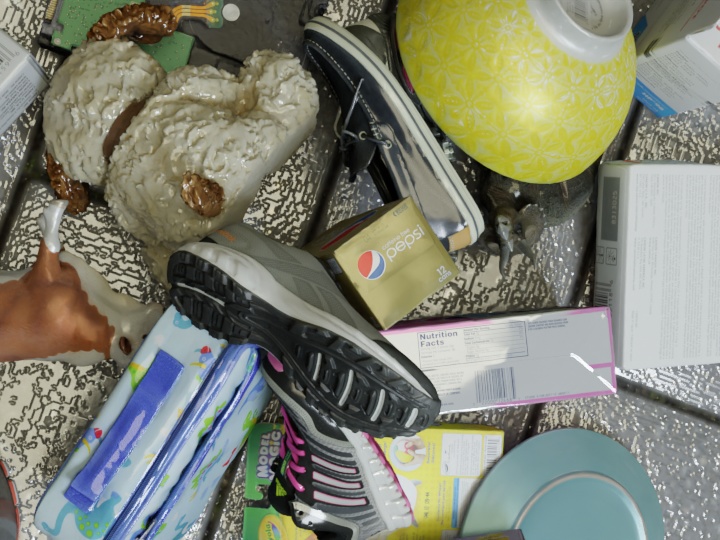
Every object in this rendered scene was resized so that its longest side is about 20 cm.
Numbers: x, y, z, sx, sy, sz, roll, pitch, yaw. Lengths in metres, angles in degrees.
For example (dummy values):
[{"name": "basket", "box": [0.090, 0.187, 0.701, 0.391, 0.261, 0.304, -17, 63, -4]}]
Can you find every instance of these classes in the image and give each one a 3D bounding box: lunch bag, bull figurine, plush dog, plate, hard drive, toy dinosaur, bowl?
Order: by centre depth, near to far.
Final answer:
[{"name": "lunch bag", "box": [-0.136, 0.116, 1.008, 0.082, 0.161, 0.201, 32, 88, 12]}, {"name": "plush dog", "box": [-0.150, -0.090, 1.017, 0.171, 0.160, 0.201, 32, 104, 13]}, {"name": "bull figurine", "box": [-0.241, 0.018, 1.027, 0.198, 0.065, 0.123, -8, 86, 6]}, {"name": "bowl", "box": [0.136, -0.176, 1.060, 0.199, 0.108, 0.202, 15, 60, -27]}, {"name": "hard drive", "box": [-0.128, -0.202, 1.085, 0.198, 0.038, 0.141, 18, 86, -12]}, {"name": "plate", "box": [0.165, 0.224, 1.121, 0.199, 0.026, 0.202, -1, 91, -27]}, {"name": "toy dinosaur", "box": [0.138, -0.072, 1.128, 0.199, 0.077, 0.103, -29, 100, -42]}]

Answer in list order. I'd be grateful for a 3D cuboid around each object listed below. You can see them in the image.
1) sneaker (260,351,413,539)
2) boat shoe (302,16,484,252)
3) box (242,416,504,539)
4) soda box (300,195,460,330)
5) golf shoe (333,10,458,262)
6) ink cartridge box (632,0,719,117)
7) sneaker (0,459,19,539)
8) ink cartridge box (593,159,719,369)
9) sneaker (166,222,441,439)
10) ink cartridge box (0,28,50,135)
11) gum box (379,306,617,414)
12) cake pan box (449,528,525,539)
[{"name": "sneaker", "box": [-0.032, 0.133, 1.008, 0.087, 0.074, 0.201, -31, 132, -2]}, {"name": "boat shoe", "box": [0.012, -0.094, 1.036, 0.062, 0.075, 0.201, -33, 89, -8]}, {"name": "box", "box": [0.007, 0.174, 1.105, 0.198, 0.048, 0.119, 4, 90, -14]}, {"name": "soda box", "box": [0.000, 0.000, 1.026, 0.068, 0.200, 0.064, -36, 97, -13]}, {"name": "golf shoe", "box": [0.028, -0.097, 1.108, 0.087, 0.077, 0.202, -14, 87, 6]}, {"name": "ink cartridge box", "box": [0.276, -0.188, 1.085, 0.067, 0.200, 0.116, 40, 82, -9]}, {"name": "sneaker", "box": [-0.280, 0.209, 1.027, 0.076, 0.082, 0.202, -8, 91, -11]}, {"name": "ink cartridge box", "box": [0.279, -0.007, 1.166, 0.198, 0.050, 0.164, -1, 96, -30]}, {"name": "sneaker", "box": [-0.027, 0.031, 0.922, 0.199, 0.074, 0.079, 35, 46, 15]}, {"name": "ink cartridge box", "box": [-0.351, -0.120, 1.031, 0.173, 0.044, 0.200, 38, 81, 21]}, {"name": "gum box", "box": [0.079, 0.068, 1.085, 0.198, 0.113, 0.067, -5, 90, -12]}, {"name": "cake pan box", "box": [0.049, 0.304, 1.071, 0.182, 0.052, 0.202, -10, 105, 3]}]
